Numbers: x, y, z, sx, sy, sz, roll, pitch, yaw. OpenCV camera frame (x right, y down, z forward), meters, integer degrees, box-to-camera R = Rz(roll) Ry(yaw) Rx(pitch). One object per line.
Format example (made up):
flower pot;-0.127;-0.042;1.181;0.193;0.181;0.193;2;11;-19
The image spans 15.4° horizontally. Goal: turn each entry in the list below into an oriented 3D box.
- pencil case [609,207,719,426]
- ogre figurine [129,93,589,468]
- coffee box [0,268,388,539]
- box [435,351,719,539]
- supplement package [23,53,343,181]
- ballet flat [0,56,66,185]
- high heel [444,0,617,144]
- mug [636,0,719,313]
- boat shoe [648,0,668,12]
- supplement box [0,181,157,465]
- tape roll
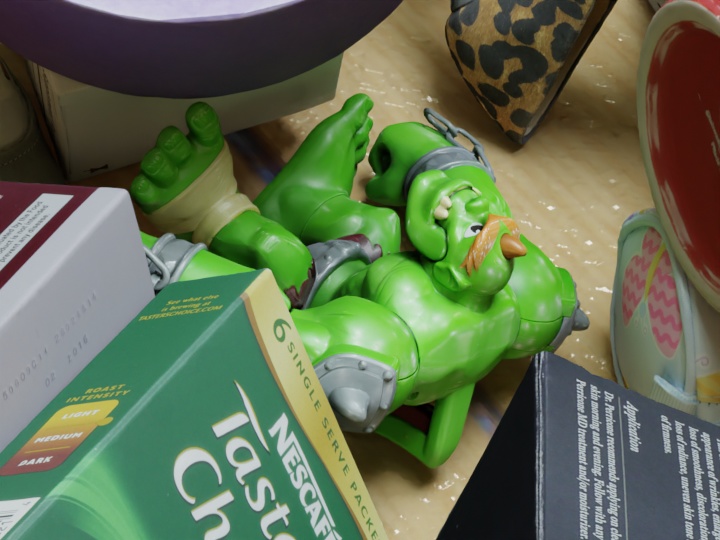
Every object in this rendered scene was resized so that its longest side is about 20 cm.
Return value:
pencil case;0.188;0.015;0.941;0.199;0.083;0.091;-3;66;-14
ogre figurine;0.000;0.000;0.911;0.120;0.098;0.200;37;12;24
coffee box;-0.062;0.097;0.764;0.044;0.123;0.200;-12;20;32
box;0.109;0.145;0.731;0.182;0.104;0.200;22;30;-8
supplement package;-0.087;-0.152;0.962;0.109;0.114;0.201;-18;79;-8
ballet flat;-0.166;-0.080;0.975;0.067;0.064;0.200;-19;54;-26
high heel;0.116;-0.109;0.968;0.200;0.143;0.071;9;24;37
mug;0.210;-0.044;0.852;0.199;0.134;0.178;-14;46;-17
boat shoe;0.149;-0.120;1.067;0.071;0.070;0.200;5;47;-5
supplement box;-0.175;0.019;0.826;0.199;0.061;0.109;5;33;25
tape roll;-0.059;-0.162;0.865;0.199;0.085;0.201;1;78;-3
